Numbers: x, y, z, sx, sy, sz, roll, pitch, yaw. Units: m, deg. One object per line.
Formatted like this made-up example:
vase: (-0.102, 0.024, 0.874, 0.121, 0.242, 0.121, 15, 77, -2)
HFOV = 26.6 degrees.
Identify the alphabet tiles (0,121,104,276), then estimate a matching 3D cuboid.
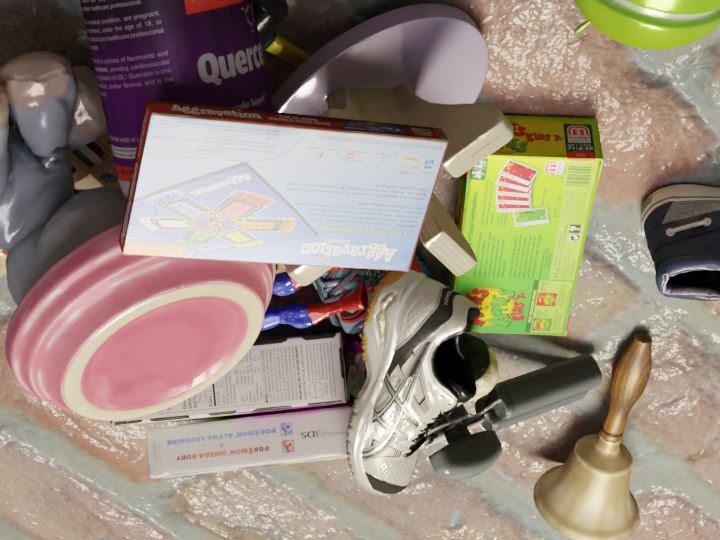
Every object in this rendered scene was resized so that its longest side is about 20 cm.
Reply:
alphabet tiles: (-0.278, -0.058, 1.212, 0.194, 0.015, 0.200, -25, 131, 23)

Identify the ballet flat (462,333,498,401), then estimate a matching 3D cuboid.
ballet flat: (0.069, 0.091, 1.279, 0.057, 0.066, 0.200, 51, 161, -11)

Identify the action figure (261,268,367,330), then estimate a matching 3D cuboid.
action figure: (-0.093, 0.021, 1.190, 0.198, 0.099, 0.066, -19, 115, 13)

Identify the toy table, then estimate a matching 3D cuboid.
toy table: (0.015, -0.084, 1.074, 0.183, 0.118, 0.200, 27, 118, -37)

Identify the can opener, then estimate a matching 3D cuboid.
can opener: (0.127, 0.126, 1.308, 0.199, 0.067, 0.053, -21, 165, -33)

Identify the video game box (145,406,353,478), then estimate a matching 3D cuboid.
video game box: (-0.068, 0.148, 1.324, 0.180, 0.047, 0.200, -5, 174, 12)

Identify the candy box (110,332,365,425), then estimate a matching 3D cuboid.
candy box: (-0.101, 0.092, 1.287, 0.198, 0.062, 0.136, -5, 175, 7)

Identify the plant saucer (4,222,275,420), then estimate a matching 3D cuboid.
plant saucer: (-0.144, 0.040, 1.057, 0.199, 0.051, 0.201, -24, 152, -14)

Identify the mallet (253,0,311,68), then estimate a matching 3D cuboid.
mallet: (-0.020, -0.148, 1.105, 0.199, 0.041, 0.066, 22, 130, -28)

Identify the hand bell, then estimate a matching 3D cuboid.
hand bell: (0.231, 0.141, 1.384, 0.103, 0.105, 0.201, 8, 124, -8)

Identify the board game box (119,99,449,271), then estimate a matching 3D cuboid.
board game box: (-0.049, -0.051, 0.977, 0.198, 0.019, 0.104, 4, 121, -22)

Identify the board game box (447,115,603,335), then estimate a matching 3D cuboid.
board game box: (0.126, -0.032, 1.212, 0.101, 0.048, 0.201, 2, 136, -1)

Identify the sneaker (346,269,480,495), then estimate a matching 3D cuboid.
sneaker: (0.044, 0.100, 1.173, 0.087, 0.076, 0.202, 18, 124, 21)

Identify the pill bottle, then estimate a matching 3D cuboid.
pill bottle: (-0.121, -0.149, 1.002, 0.111, 0.113, 0.202, -8, 105, 9)

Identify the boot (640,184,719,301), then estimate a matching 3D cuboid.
boot: (0.323, -0.017, 1.196, 0.198, 0.091, 0.073, -2, 137, 3)

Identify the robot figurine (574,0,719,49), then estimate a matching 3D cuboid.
robot figurine: (0.197, -0.225, 0.958, 0.174, 0.116, 0.201, 3, 137, -10)

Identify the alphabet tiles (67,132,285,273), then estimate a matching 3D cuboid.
alphabet tiles: (-0.152, -0.041, 1.190, 0.166, 0.008, 0.200, -24, 128, 32)

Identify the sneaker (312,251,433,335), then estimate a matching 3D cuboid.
sneaker: (0.000, 0.000, 1.211, 0.079, 0.096, 0.200, -26, 130, 25)

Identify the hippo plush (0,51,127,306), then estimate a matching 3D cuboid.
hippo plush: (-0.239, -0.037, 1.062, 0.200, 0.162, 0.159, -38, 163, 30)
